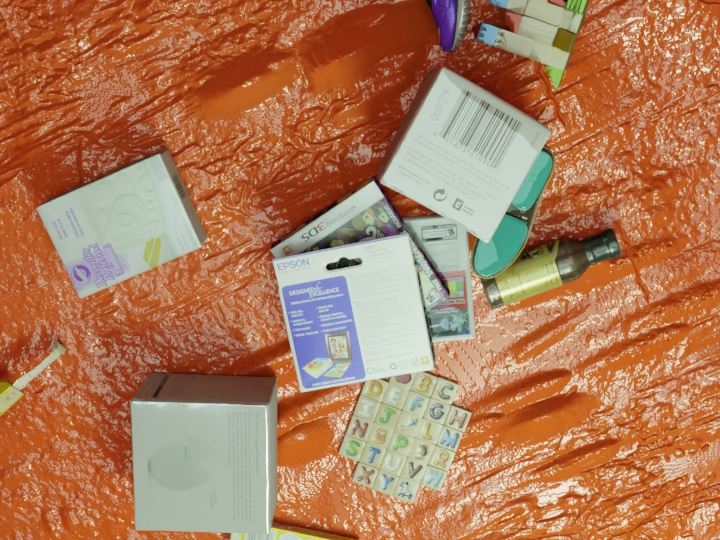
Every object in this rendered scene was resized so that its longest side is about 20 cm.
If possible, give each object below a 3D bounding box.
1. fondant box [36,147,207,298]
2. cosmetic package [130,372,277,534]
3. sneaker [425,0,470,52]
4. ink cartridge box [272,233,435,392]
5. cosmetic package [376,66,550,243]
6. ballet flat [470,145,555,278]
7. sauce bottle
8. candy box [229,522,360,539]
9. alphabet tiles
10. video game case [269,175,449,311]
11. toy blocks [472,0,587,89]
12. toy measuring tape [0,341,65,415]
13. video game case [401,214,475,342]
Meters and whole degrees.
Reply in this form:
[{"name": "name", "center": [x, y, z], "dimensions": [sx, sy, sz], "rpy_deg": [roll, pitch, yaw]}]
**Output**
[{"name": "fondant box", "center": [-0.336, -0.067, 1.782], "dimensions": [0.198, 0.058, 0.146], "rpy_deg": [-22, 103, 10]}, {"name": "cosmetic package", "center": [-0.221, 0.264, 1.828], "dimensions": [0.197, 0.123, 0.203], "rpy_deg": [2, 105, 4]}, {"name": "sneaker", "center": [0.095, -0.393, 1.674], "dimensions": [0.098, 0.070, 0.203], "rpy_deg": [1, 101, 10]}, {"name": "ink cartridge box", "center": [-0.007, 0.056, 1.743], "dimensions": [0.195, 0.043, 0.203], "rpy_deg": [-10, 107, 6]}, {"name": "cosmetic package", "center": [0.128, -0.155, 1.652], "dimensions": [0.163, 0.200, 0.166], "rpy_deg": [29, 96, -4]}, {"name": "ballet flat", "center": [0.212, -0.082, 1.744], "dimensions": [0.068, 0.063, 0.202], "rpy_deg": [28, 99, -8]}, {"name": "sauce bottle", "center": [0.266, -0.007, 1.764], "dimensions": [0.197, 0.065, 0.065], "rpy_deg": [-20, 103, 6]}, {"name": "candy box", "center": [-0.105, 0.440, 1.918], "dimensions": [0.197, 0.026, 0.104], "rpy_deg": [12, 107, 0]}, {"name": "alphabet tiles", "center": [0.065, 0.241, 1.867], "dimensions": [0.164, 0.006, 0.202], "rpy_deg": [20, 105, -2]}, {"name": "video game case", "center": [0.000, 0.000, 1.769], "dimensions": [0.180, 0.036, 0.201], "rpy_deg": [-32, 101, 11]}, {"name": "toy blocks", "center": [0.233, -0.361, 1.666], "dimensions": [0.135, 0.100, 0.203], "rpy_deg": [21, 106, 9]}, {"name": "toy measuring tape", "center": [-0.528, 0.161, 1.856], "dimensions": [0.200, 0.074, 0.074], "rpy_deg": [-42, 100, -5]}, {"name": "video game case", "center": [0.061, 0.016, 1.801], "dimensions": [0.197, 0.023, 0.185], "rpy_deg": [-5, 104, 3]}]
